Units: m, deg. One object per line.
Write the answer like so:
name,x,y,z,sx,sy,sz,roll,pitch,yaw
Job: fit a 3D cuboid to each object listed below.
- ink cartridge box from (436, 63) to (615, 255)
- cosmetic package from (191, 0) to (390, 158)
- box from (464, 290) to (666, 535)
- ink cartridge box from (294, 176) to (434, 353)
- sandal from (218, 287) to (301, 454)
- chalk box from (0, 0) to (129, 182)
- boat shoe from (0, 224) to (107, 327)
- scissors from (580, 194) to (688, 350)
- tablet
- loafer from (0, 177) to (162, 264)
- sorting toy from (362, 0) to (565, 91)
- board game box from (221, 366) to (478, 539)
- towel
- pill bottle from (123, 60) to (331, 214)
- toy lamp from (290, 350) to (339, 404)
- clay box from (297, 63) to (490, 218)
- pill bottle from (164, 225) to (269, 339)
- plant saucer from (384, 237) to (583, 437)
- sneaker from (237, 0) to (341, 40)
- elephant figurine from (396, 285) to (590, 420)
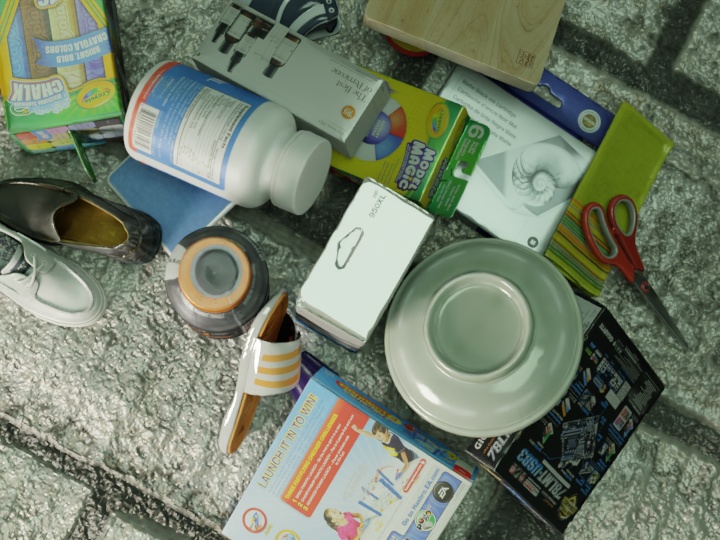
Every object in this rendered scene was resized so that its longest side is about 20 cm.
ink cartridge box,0.166,-0.138,1.554,0.198,0.041,0.201,33,83,0
cosmetic package,-0.074,-0.205,1.495,0.199,0.051,0.083,30,82,16
box,0.216,0.151,1.459,0.050,0.200,0.199,32,82,40
ink cartridge box,0.000,0.000,1.449,0.084,0.200,0.146,29,84,1
sandal,-0.092,0.111,1.460,0.059,0.079,0.208,24,121,11
chalk box,-0.310,-0.194,1.488,0.122,0.124,0.203,-8,83,-4
boat shoe,-0.360,-0.007,1.493,0.199,0.069,0.072,36,83,1
scissors,0.296,0.012,1.533,0.073,0.014,0.202,-29,103,-26
tablet,-0.166,-0.123,1.525,0.200,0.014,0.130,-44,72,-1
loafer,-0.310,-0.059,1.490,0.198,0.072,0.074,12,87,12
sorting toy,0.119,-0.303,1.535,0.197,0.070,0.202,21,68,-2
board game box,-0.011,0.237,1.457,0.195,0.056,0.201,33,104,6
towel,0.271,-0.077,1.534,0.086,0.018,0.201,35,76,-27
pill bottle,-0.134,-0.132,1.456,0.198,0.112,0.113,24,83,15
toy lamp,-0.009,0.173,1.505,0.058,0.058,0.201,-39,90,-6
clay box,0.029,-0.144,1.512,0.198,0.048,0.116,23,83,21
pill bottle,-0.145,0.012,1.439,0.105,0.200,0.108,0,84,-3
plant saucer,0.117,0.059,1.377,0.197,0.050,0.203,-3,73,10
sneaker,-0.034,-0.335,1.546,0.108,0.070,0.200,43,90,6
elephant figurine,0.145,0.084,1.495,0.198,0.142,0.156,19,112,-17
